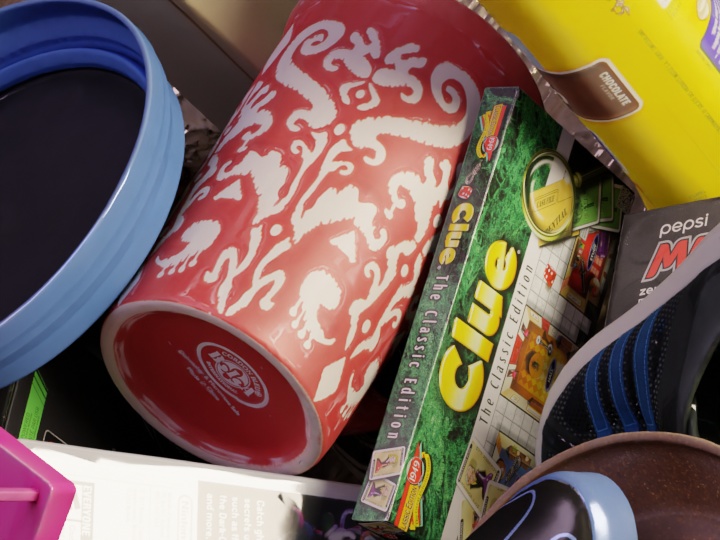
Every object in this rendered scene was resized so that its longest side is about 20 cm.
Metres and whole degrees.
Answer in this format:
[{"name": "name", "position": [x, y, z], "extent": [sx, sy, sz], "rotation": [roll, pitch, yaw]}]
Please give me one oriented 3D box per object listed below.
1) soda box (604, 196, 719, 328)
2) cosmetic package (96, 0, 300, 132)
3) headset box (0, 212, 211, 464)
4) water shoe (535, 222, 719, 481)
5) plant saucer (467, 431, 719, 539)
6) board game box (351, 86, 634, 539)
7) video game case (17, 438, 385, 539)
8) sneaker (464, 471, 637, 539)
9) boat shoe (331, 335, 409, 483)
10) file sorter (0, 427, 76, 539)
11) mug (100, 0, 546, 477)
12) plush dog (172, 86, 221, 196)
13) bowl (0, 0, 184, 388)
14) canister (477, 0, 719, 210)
[{"name": "soda box", "position": [0.203, 0.004, 0.934], "extent": [0.200, 0.063, 0.071], "rotation": [-12, 51, 35]}, {"name": "cosmetic package", "position": [-0.039, -0.121, 1.139], "extent": [0.073, 0.200, 0.104], "rotation": [2, 61, 43]}, {"name": "headset box", "position": [-0.128, 0.059, 1.071], "extent": [0.093, 0.200, 0.174], "rotation": [-15, 49, 33]}, {"name": "water shoe", "position": [0.125, 0.055, 0.894], "extent": [0.079, 0.071, 0.200], "rotation": [-84, 18, -44]}, {"name": "plant saucer", "position": [0.106, 0.161, 0.844], "extent": [0.200, 0.037, 0.201], "rotation": [-16, 66, 40]}, {"name": "board game box", "position": [0.061, 0.033, 0.986], "extent": [0.023, 0.105, 0.200], "rotation": [1, 66, 42]}, {"name": "video game case", "position": [-0.061, 0.175, 0.910], "extent": [0.023, 0.182, 0.200], "rotation": [-37, 48, 56]}, {"name": "sneaker", "position": [0.024, 0.156, 0.842], "extent": [0.070, 0.078, 0.200], "rotation": [43, 107, 42]}, {"name": "boat shoe", "position": [-0.010, 0.028, 1.097], "extent": [0.071, 0.064, 0.200], "rotation": [-38, 41, 10]}, {"name": "file sorter", "position": [-0.234, 0.098, 0.869], "extent": [0.200, 0.125, 0.139], "rotation": [31, 106, 38]}, {"name": "mug", "position": [0.000, -0.008, 0.997], "extent": [0.177, 0.133, 0.200], "rotation": [29, 54, 7]}, {"name": "plush dog", "position": [-0.106, -0.134, 1.269], "extent": [0.200, 0.160, 0.172], "rotation": [-41, 64, 6]}, {"name": "bowl", "position": [-0.163, -0.029, 0.989], "extent": [0.201, 0.039, 0.201], "rotation": [-20, 46, 23]}, {"name": "canister", "position": [0.117, -0.112, 0.995], "extent": [0.087, 0.200, 0.149], "rotation": [-32, 42, 16]}]
